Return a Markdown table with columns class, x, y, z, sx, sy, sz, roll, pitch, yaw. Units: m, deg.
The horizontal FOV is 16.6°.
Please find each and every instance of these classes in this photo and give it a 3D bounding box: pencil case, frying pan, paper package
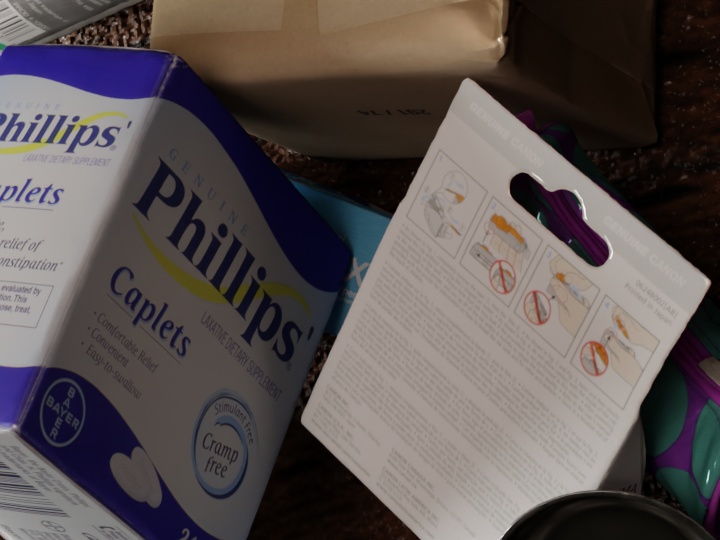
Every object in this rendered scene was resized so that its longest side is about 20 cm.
| class | x | y | z | sx | sy | sz | roll | pitch | yaw |
| --- | --- | --- | --- | --- | --- | --- | --- | --- | --- |
| pencil case | 0.125 | 0.023 | 1.131 | 0.085 | 0.092 | 0.200 | -34 | 64 | -16 |
| frying pan | 0.128 | 0.173 | 1.073 | 0.115 | 0.031 | 0.190 | -22 | 108 | 24 |
| paper package | 0.025 | -0.121 | 1.201 | 0.200 | 0.191 | 0.104 | -2 | 79 | 30 |

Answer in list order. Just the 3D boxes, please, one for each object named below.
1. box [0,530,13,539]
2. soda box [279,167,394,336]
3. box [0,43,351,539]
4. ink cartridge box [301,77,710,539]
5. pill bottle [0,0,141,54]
| class | x | y | z | sx | sy | sz | roll | pitch | yaw |
| --- | --- | --- | --- | --- | --- | --- | --- | --- | --- |
| box | -0.160 | 0.139 | 1.313 | 0.036 | 0.144 | 0.200 | -43 | 59 | -14 |
| soda box | 0.000 | 0.000 | 1.275 | 0.200 | 0.064 | 0.068 | 22 | 95 | 32 |
| box | -0.115 | 0.025 | 1.163 | 0.105 | 0.184 | 0.200 | 3 | 61 | 32 |
| ink cartridge box | 0.070 | 0.037 | 1.113 | 0.160 | 0.047 | 0.200 | 43 | 122 | 30 |
| pill bottle | -0.138 | -0.202 | 1.358 | 0.200 | 0.113 | 0.113 | -20 | 74 | 28 |
